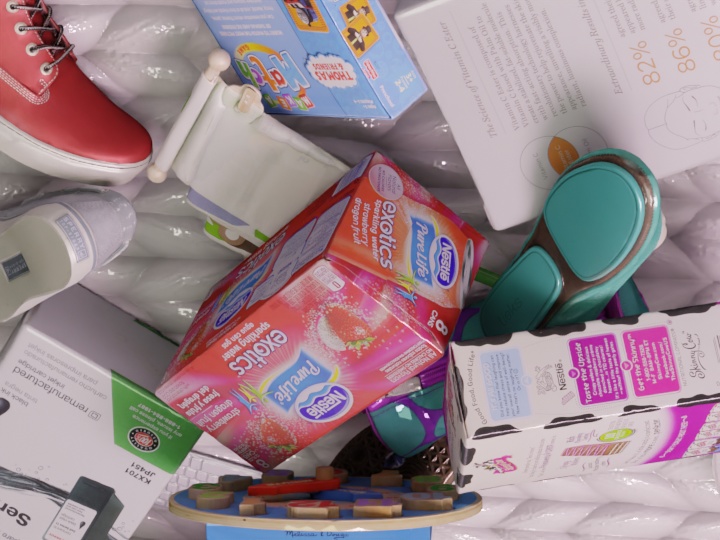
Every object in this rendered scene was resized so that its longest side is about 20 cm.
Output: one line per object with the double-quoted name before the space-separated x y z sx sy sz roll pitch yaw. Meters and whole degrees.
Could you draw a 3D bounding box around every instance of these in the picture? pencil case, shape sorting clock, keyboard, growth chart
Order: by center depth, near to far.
"growth chart" -0.041 -0.037 1.100 0.200 0.018 0.145 35 137 -9
"shape sorting clock" -0.022 0.144 1.120 0.199 0.200 0.039 1 95 10
"pencil case" 0.091 0.055 1.146 0.200 0.092 0.085 -25 81 22
"keyboard" -0.132 0.155 1.300 0.199 0.011 0.056 16 123 1

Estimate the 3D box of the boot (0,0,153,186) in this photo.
"boot" -0.199 -0.151 1.088 0.200 0.072 0.144 32 121 -5

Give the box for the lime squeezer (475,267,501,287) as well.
"lime squeezer" 0.000 0.000 1.147 0.199 0.038 0.071 -11 96 30

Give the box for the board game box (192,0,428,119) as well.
"board game box" -0.060 -0.178 1.011 0.151 0.037 0.200 10 136 56

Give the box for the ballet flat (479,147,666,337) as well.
"ballet flat" 0.133 -0.015 1.001 0.067 0.070 0.200 60 149 17

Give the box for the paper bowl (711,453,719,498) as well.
"paper bowl" 0.328 0.118 1.133 0.200 0.104 0.201 5 122 9

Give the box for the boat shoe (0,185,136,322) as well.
"boat shoe" -0.207 -0.014 1.155 0.201 0.071 0.070 -11 103 56

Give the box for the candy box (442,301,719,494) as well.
"candy box" 0.151 0.074 1.034 0.199 0.061 0.136 -9 160 -3

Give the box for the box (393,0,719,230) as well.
"box" 0.142 -0.137 1.006 0.199 0.106 0.153 -17 118 20

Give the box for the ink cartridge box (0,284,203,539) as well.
"ink cartridge box" -0.210 0.126 1.241 0.146 0.083 0.200 30 116 -10

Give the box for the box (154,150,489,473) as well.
"box" -0.026 0.030 1.074 0.095 0.100 0.200 38 136 -14

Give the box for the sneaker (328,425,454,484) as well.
"sneaker" 0.004 0.167 1.255 0.200 0.076 0.071 -39 70 10
